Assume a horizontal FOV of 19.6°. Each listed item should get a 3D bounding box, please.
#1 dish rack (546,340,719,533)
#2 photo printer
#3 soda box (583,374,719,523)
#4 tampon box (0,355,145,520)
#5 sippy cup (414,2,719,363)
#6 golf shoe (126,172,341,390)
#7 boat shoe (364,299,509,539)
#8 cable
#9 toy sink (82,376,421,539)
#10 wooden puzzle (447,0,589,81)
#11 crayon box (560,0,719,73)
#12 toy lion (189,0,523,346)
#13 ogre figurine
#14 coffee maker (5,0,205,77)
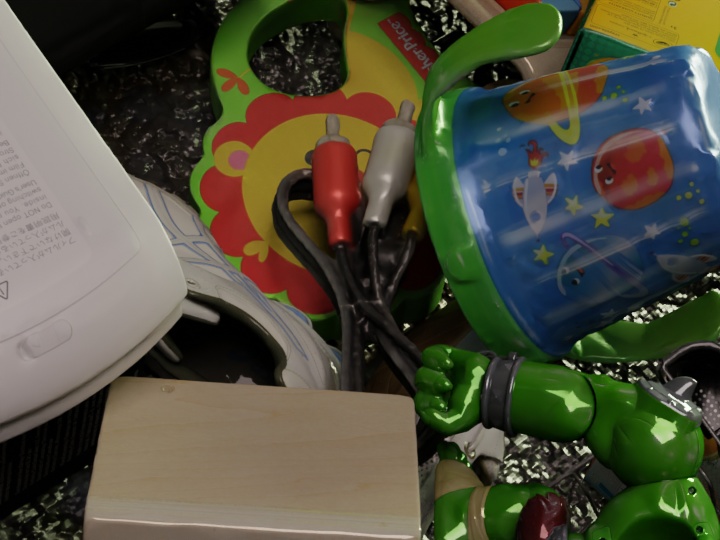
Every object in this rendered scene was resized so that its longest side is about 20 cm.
[{"bbox_3d":[0.120,0.148,0.923,0.199,0.055,0.154,-35,74,-2],"label":"dish rack"},{"bbox_3d":[-0.177,-0.020,0.842,0.166,0.070,0.200,-27,67,-26],"label":"photo printer"},{"bbox_3d":[0.203,0.133,0.986,0.068,0.064,0.200,-37,73,-29],"label":"soda box"},{"bbox_3d":[-0.215,0.041,0.914,0.199,0.127,0.150,-32,69,-28],"label":"tampon box"},{"bbox_3d":[0.111,-0.037,0.951,0.130,0.178,0.141,-19,73,22],"label":"sippy cup"},{"bbox_3d":[-0.092,0.009,0.971,0.199,0.097,0.079,33,90,12],"label":"golf shoe"},{"bbox_3d":[0.037,0.077,0.990,0.069,0.071,0.200,50,49,-11],"label":"boat shoe"},{"bbox_3d":[0.000,0.000,0.963,0.096,0.051,0.201,2,45,4],"label":"cable"},{"bbox_3d":[-0.048,0.157,0.869,0.129,0.201,0.112,3,27,-2],"label":"toy sink"},{"bbox_3d":[0.080,-0.169,1.116,0.200,0.037,0.185,51,28,17],"label":"wooden puzzle"},{"bbox_3d":[0.204,-0.095,1.026,0.199,0.058,0.119,22,44,3],"label":"crayon box"},{"bbox_3d":[-0.011,-0.064,1.072,0.191,0.069,0.200,-30,68,-19],"label":"toy lion"},{"bbox_3d":[0.094,0.126,0.858,0.119,0.098,0.202,-11,65,18],"label":"ogre figurine"},{"bbox_3d":[-0.146,-0.169,1.026,0.199,0.192,0.135,-34,86,-27],"label":"coffee maker"}]
